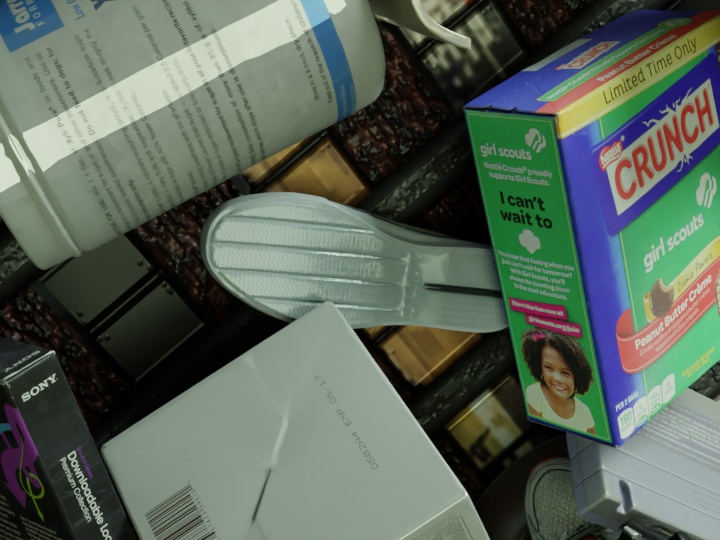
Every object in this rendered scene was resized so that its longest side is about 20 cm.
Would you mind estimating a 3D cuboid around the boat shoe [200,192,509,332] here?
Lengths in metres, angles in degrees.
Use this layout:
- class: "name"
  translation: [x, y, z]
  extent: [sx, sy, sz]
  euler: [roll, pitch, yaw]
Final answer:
- class: "boat shoe"
  translation: [0.000, 0.000, 0.749]
  extent: [0.199, 0.062, 0.073]
  euler: [12, 94, -22]

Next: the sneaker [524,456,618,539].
- class: "sneaker"
  translation: [0.164, 0.198, 0.782]
  extent: [0.078, 0.201, 0.082]
  euler: [-33, 156, 4]

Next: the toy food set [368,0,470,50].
- class: "toy food set"
  translation: [0.035, -0.218, 0.647]
  extent: [0.060, 0.144, 0.202]
  euler: [-1, 107, -17]

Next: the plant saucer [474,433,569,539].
- class: "plant saucer"
  translation: [0.158, 0.205, 0.885]
  extent: [0.199, 0.032, 0.202]
  euler: [-6, 110, -17]

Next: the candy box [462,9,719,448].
- class: "candy box"
  translation: [0.155, -0.030, 0.750]
  extent: [0.169, 0.077, 0.201]
  euler: [-32, 116, -35]

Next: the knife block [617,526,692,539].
- class: "knife block"
  translation: [0.127, 0.228, 0.709]
  extent: [0.175, 0.064, 0.201]
  euler: [-24, 139, -14]

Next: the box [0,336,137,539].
- class: "box"
  translation: [-0.174, 0.125, 0.694]
  extent: [0.036, 0.142, 0.201]
  euler: [-36, 119, -35]

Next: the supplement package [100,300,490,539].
- class: "supplement package"
  translation: [-0.015, 0.158, 0.713]
  extent: [0.150, 0.152, 0.200]
  euler: [-32, 138, -5]

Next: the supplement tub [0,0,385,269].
- class: "supplement tub"
  translation: [-0.100, -0.101, 0.648]
  extent: [0.199, 0.132, 0.133]
  euler: [-28, 113, -8]

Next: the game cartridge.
- class: "game cartridge"
  translation: [0.212, 0.130, 0.828]
  extent: [0.199, 0.130, 0.038]
  euler: [25, 125, -23]
